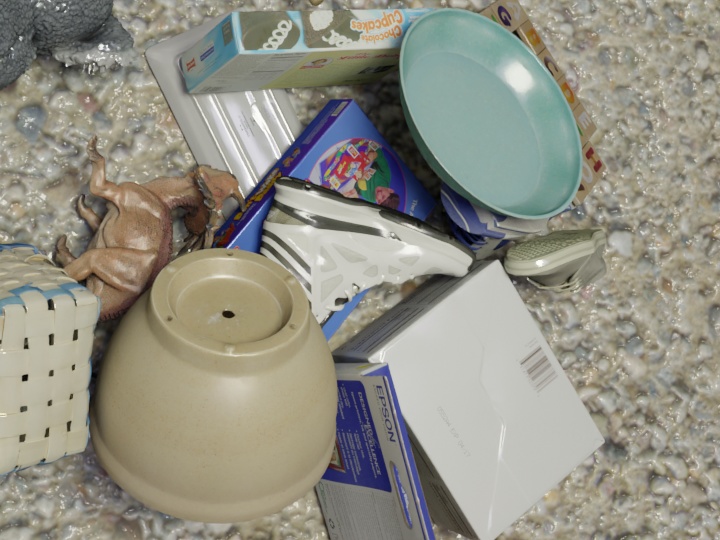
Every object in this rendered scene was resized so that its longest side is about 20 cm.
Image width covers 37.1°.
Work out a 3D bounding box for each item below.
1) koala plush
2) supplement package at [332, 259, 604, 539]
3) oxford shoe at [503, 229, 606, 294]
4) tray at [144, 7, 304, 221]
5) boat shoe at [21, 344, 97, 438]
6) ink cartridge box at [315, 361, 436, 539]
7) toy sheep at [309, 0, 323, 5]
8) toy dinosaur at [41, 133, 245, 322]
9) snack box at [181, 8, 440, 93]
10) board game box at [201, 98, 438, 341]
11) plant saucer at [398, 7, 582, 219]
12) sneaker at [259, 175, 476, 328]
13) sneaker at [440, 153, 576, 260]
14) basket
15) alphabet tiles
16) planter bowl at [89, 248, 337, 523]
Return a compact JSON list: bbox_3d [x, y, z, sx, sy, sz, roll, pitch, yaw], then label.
[{"bbox_3d":[-0.279,-0.208,0.845,0.198,0.183,0.180,-21,96,-32],"label":"koala plush"},{"bbox_3d":[0.098,0.117,0.994,0.155,0.111,0.201,-35,100,-18],"label":"supplement package"},{"bbox_3d":[0.190,-0.005,1.014,0.199,0.074,0.059,-13,102,-63],"label":"oxford shoe"},{"bbox_3d":[-0.104,-0.130,0.976,0.107,0.022,0.202,-29,98,-20],"label":"tray"},{"bbox_3d":[-0.195,0.115,0.905,0.198,0.071,0.065,19,82,-17],"label":"boat shoe"},{"bbox_3d":[0.015,0.177,0.912,0.047,0.199,0.200,-17,94,-29],"label":"ink cartridge box"},{"bbox_3d":[-0.023,-0.324,0.961,0.199,0.137,0.139,-30,98,-34],"label":"toy sheep"},{"bbox_3d":[-0.183,-0.020,0.892,0.134,0.086,0.202,23,78,-5],"label":"toy dinosaur"},{"bbox_3d":[-0.042,-0.191,0.934,0.198,0.116,0.038,-9,87,-31],"label":"snack box"},{"bbox_3d":[-0.038,-0.034,0.967,0.201,0.045,0.135,-50,118,-14],"label":"board game box"},{"bbox_3d":[0.104,-0.127,0.907,0.198,0.036,0.203,19,56,-30],"label":"plant saucer"},{"bbox_3d":[0.000,0.000,0.937,0.198,0.076,0.117,17,98,-23],"label":"sneaker"},{"bbox_3d":[0.119,-0.049,0.997,0.199,0.115,0.081,-15,74,-57],"label":"sneaker"},{"bbox_3d":[-0.291,0.063,0.802,0.138,0.198,0.179,-10,112,-57],"label":"basket"},{"bbox_3d":[0.171,-0.164,1.035,0.201,0.008,0.167,56,36,-8],"label":"alphabet tiles"},{"bbox_3d":[-0.105,0.071,0.825,0.197,0.201,0.136,-3,132,-21],"label":"planter bowl"}]
